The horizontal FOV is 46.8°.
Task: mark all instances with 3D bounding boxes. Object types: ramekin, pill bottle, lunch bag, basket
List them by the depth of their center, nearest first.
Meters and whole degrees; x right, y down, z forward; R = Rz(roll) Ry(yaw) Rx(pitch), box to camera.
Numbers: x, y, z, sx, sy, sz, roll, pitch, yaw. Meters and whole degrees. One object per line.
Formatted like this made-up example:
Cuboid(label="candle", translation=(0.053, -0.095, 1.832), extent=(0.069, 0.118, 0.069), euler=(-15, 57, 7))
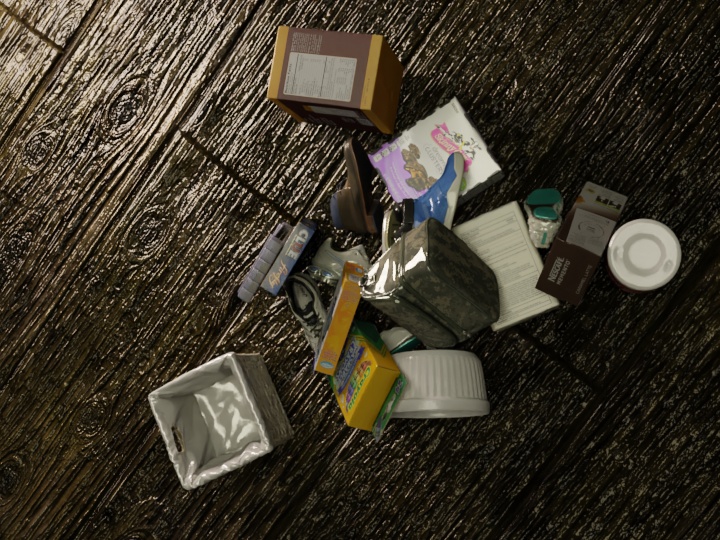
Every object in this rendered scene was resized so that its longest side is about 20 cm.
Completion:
Cuboid(label="lunch bag", translation=(0.116, 0.038, 1.397), extent=(0.167, 0.200, 0.140), euler=(-32, 36, 34))
Cuboid(label="pill bottle", translation=(0.469, -0.019, 1.398), extent=(0.113, 0.200, 0.115), euler=(-1, 86, 15))
Cuboid(label="ramekin", translation=(0.129, 0.204, 1.481), extent=(0.198, 0.200, 0.106), euler=(-4, 75, 14))
Cuboid(label="basket", translation=(-0.262, 0.281, 1.592), extent=(0.199, 0.161, 0.199), euler=(-26, 81, 11))

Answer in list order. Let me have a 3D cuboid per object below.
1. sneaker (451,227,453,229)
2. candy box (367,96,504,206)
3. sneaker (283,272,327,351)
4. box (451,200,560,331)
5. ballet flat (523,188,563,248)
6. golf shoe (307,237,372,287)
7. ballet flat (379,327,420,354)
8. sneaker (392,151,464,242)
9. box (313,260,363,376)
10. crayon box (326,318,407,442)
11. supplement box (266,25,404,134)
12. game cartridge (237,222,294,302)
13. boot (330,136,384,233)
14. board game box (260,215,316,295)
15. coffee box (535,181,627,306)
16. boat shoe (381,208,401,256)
Cuboid(label="sneaker", translation=(0.169, 0.018, 1.533), extent=(0.120, 0.084, 0.202), euler=(18, 99, 20))
Cuboid(label="candy box", translation=(0.142, -0.197, 1.560), extent=(0.199, 0.071, 0.169), euler=(-33, 79, 11))
Cuboid(label="sneaker", translation=(-0.092, 0.097, 1.597), extent=(0.075, 0.088, 0.201), euler=(-34, 81, 8))
Cuboid(label="box", translation=(0.264, -0.005, 1.498), extent=(0.127, 0.109, 0.201), euler=(-23, 81, 13))
Cuboid(label="ballet flat", translation=(0.318, -0.090, 1.457), extent=(0.071, 0.200, 0.072), euler=(5, 112, 13))
Cuboid(label="golf shoe", translation=(0.000, 0.000, 1.587), extent=(0.199, 0.078, 0.098), euler=(21, 86, 13))
Cuboid(label="ballet flat", translation=(0.041, 0.154, 1.563), extent=(0.070, 0.069, 0.200), euler=(48, 110, 12))
Cuboid(label="sneaker", translation=(0.115, -0.125, 1.469), extent=(0.110, 0.077, 0.202), euler=(13, 79, 5))
Cuboid(label="box", translation=(-0.042, 0.095, 1.500), extent=(0.041, 0.119, 0.201), euler=(16, 106, -6))
Cuboid(label="crayon box", translation=(0.006, 0.189, 1.465), extent=(0.051, 0.200, 0.126), euler=(17, 109, -24))
Cuboid(label="supplement box", translation=(-0.042, -0.351, 1.553), extent=(0.198, 0.197, 0.134), euler=(10, 89, 14))
Cuboid(label="game cartridge", translation=(-0.178, -0.018, 1.564), extent=(0.038, 0.200, 0.130), euler=(35, 100, -5))
Cuboid(label="boot", translation=(-0.024, -0.153, 1.566), extent=(0.096, 0.075, 0.201), euler=(-2, 123, 23))
Cuboid(label="board game box", translation=(-0.131, -0.032, 1.556), extent=(0.034, 0.200, 0.136), euler=(31, 95, -5))
Cuboid(label="coffee box", translation=(0.377, -0.049, 1.412), extent=(0.079, 0.200, 0.115), euler=(25, 131, 14))
Cuboid(label="boat shoe", translation=(0.065, -0.012, 1.517), extent=(0.068, 0.074, 0.202), euler=(-19, 74, 56))
